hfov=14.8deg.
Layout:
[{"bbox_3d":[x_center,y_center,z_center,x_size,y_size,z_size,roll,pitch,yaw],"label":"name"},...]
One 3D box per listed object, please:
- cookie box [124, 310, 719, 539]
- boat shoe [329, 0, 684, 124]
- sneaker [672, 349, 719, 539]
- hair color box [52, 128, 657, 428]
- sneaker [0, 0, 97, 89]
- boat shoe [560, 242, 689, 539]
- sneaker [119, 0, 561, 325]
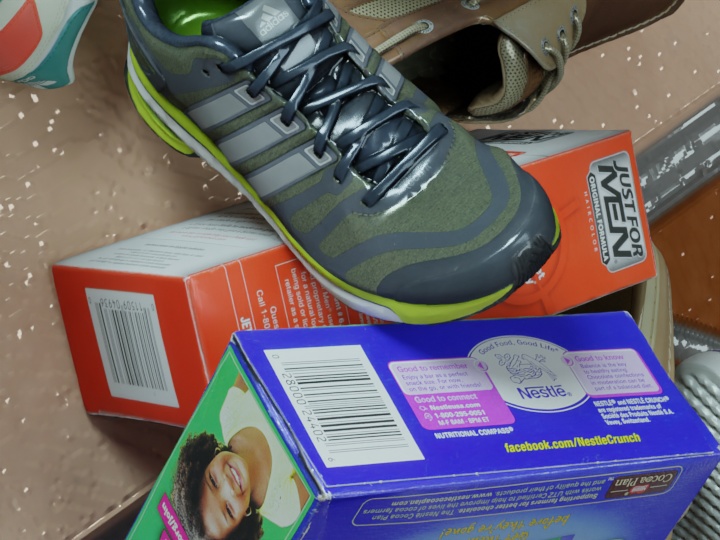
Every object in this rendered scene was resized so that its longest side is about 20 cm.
[{"bbox_3d":[0.003,0.110,0.975,0.171,0.075,0.200,-2,137,-35],"label":"cookie box"},{"bbox_3d":[0.047,-0.087,1.054,0.200,0.072,0.076,-16,144,-26],"label":"boat shoe"},{"bbox_3d":[0.190,0.103,1.176,0.114,0.073,0.201,-36,121,-32],"label":"sneaker"},{"bbox_3d":[0.000,0.000,1.020,0.200,0.101,0.061,-19,103,-31],"label":"hair color box"},{"bbox_3d":[-0.100,-0.157,0.980,0.093,0.070,0.200,38,68,-48],"label":"sneaker"},{"bbox_3d":[0.096,0.081,1.112,0.064,0.071,0.200,6,96,-40],"label":"boat shoe"},{"bbox_3d":[-0.017,-0.053,0.921,0.074,0.200,0.081,-46,146,-16],"label":"sneaker"}]
